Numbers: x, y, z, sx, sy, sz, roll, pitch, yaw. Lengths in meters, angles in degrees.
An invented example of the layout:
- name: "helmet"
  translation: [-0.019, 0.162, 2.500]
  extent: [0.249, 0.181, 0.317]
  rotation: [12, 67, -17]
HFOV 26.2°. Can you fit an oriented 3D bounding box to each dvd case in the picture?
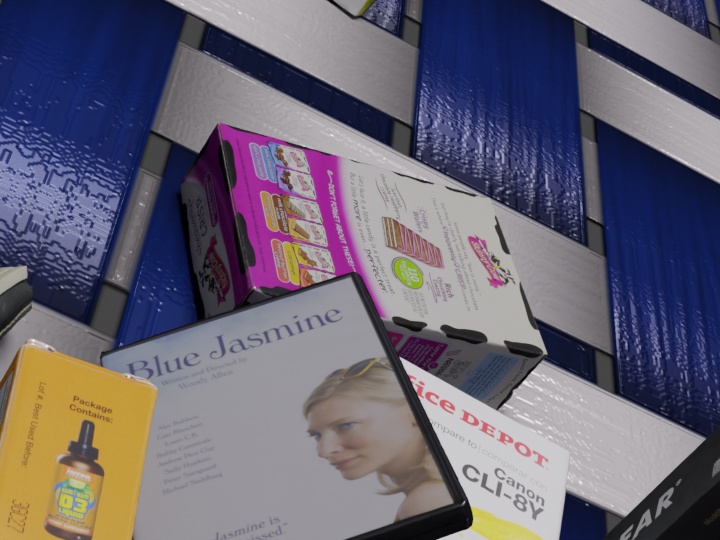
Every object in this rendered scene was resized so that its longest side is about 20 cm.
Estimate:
- name: "dvd case"
  translation: [-0.043, 0.075, 0.723]
  extent: [0.143, 0.018, 0.200]
  rotation: [-18, 33, -5]

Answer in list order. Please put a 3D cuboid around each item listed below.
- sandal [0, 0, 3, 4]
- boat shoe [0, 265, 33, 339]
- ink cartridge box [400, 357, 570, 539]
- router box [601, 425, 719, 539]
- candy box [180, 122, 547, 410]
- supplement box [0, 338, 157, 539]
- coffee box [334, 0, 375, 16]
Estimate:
- name: "sandal"
  translation: [-0.232, -0.161, 0.891]
  extent: [0.048, 0.075, 0.200]
  rotation: [30, 37, -17]
- name: "boat shoe"
  translation: [-0.207, 0.054, 0.700]
  extent: [0.200, 0.072, 0.068]
  rotation: [-56, 131, -61]
- name: "ink cartridge box"
  translation: [0.014, 0.143, 0.754]
  extent: [0.145, 0.083, 0.200]
  rotation: [30, 37, -8]
- name: "router box"
  translation: [0.186, 0.182, 0.755]
  extent: [0.157, 0.200, 0.052]
  rotation: [34, 35, -2]
- name: "candy box"
  translation: [0.000, 0.000, 0.920]
  extent: [0.200, 0.061, 0.136]
  rotation: [13, 42, -28]
- name: "supplement box"
  translation: [-0.138, 0.129, 0.643]
  extent: [0.067, 0.069, 0.200]
  rotation: [22, 46, -19]
- name: "coffee box"
  translation: [0.003, -0.356, 1.197]
  extent: [0.198, 0.200, 0.200]
  rotation: [37, 36, -2]
